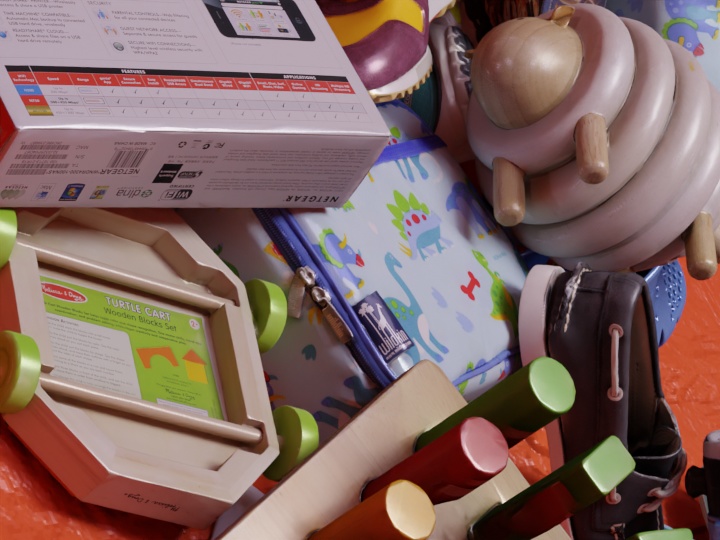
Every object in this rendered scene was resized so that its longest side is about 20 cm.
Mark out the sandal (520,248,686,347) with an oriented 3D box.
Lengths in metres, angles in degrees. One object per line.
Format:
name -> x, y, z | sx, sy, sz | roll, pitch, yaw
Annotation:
sandal -> 0.134, 0.008, 1.600 | 0.080, 0.087, 0.200 | 57, 26, 10

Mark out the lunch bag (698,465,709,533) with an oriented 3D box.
lunch bag -> 0.253, 0.182, 1.591 | 0.160, 0.077, 0.201 | 29, 36, -45

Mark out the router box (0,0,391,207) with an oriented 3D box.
router box -> -0.108, -0.109, 1.293 | 0.199, 0.049, 0.180 | -1, 50, -39

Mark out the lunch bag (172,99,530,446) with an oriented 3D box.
lunch bag -> 0.000, 0.000, 1.406 | 0.161, 0.082, 0.200 | 56, 26, 9

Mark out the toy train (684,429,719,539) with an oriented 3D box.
toy train -> 0.218, 0.156, 1.435 | 0.087, 0.114, 0.201 | -22, 105, -65

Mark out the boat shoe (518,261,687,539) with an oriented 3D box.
boat shoe -> 0.127, 0.082, 1.446 | 0.074, 0.060, 0.201 | -57, 141, -50

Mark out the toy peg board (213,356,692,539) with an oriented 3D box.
toy peg board -> 0.055, 0.145, 1.204 | 0.200, 0.098, 0.199 | 52, 44, -1

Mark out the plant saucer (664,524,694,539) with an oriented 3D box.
plant saucer -> 0.173, 0.216, 1.500 | 0.070, 0.019, 0.201 | 29, 36, -39

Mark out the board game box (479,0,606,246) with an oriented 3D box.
board game box -> 0.092, -0.130, 1.591 | 0.034, 0.201, 0.136 | 1, 46, -9

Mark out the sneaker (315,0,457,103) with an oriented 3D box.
sneaker -> 0.004, -0.151, 1.456 | 0.200, 0.075, 0.090 | -65, 145, -57

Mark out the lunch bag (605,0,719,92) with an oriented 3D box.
lunch bag -> 0.166, -0.113, 1.641 | 0.127, 0.200, 0.171 | 0, 93, -15

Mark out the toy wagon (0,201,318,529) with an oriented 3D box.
toy wagon -> -0.099, 0.014, 1.259 | 0.155, 0.040, 0.201 | 18, 43, -37

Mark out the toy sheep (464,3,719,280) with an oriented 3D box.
toy sheep -> 0.123, -0.056, 1.471 | 0.200, 0.138, 0.138 | 43, 28, -37

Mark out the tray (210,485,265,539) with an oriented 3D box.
tray -> -0.029, 0.172, 1.228 | 0.107, 0.022, 0.200 | 44, 29, -18

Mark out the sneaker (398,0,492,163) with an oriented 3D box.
sneaker -> 0.024, -0.123, 1.580 | 0.078, 0.079, 0.200 | 51, 19, -36
